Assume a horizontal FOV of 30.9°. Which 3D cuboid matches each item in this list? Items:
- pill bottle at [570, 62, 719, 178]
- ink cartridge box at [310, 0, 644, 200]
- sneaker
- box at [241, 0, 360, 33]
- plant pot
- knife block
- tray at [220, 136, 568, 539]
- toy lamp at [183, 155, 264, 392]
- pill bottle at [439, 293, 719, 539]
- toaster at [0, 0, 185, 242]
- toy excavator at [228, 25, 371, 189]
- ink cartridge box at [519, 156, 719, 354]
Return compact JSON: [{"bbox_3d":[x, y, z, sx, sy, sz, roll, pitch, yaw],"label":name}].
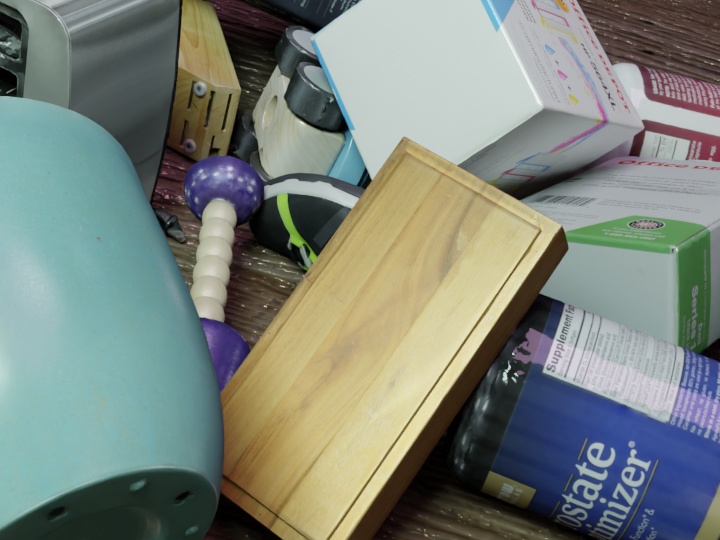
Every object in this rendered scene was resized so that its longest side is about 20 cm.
[{"bbox_3d":[0.237,-0.100,1.037,0.199,0.115,0.114,12,31,-9],"label":"pill bottle"},{"bbox_3d":[0.088,-0.123,0.880,0.200,0.125,0.129,-3,65,-58],"label":"ink cartridge box"},{"bbox_3d":[0.000,0.000,0.802,0.199,0.072,0.083,15,65,30],"label":"sneaker"},{"bbox_3d":[-0.048,-0.259,1.020,0.196,0.124,0.200,15,12,-46],"label":"box"},{"bbox_3d":[-0.149,0.059,0.533,0.200,0.201,0.161,-10,53,-37],"label":"plant pot"},{"bbox_3d":[-0.138,-0.172,1.014,0.199,0.064,0.175,29,34,19],"label":"knife block"},{"bbox_3d":[0.007,0.040,0.649,0.098,0.200,0.037,32,-10,23],"label":"tray"},{"bbox_3d":[-0.085,0.012,0.743,0.058,0.058,0.200,12,39,-8],"label":"toy lamp"},{"bbox_3d":[0.114,0.078,0.697,0.199,0.112,0.112,21,31,7],"label":"pill bottle"},{"bbox_3d":[-0.204,-0.113,0.782,0.199,0.181,0.119,26,35,16],"label":"toaster"},{"bbox_3d":[0.011,-0.099,0.966,0.199,0.100,0.195,21,27,-22],"label":"toy excavator"},{"bbox_3d":[0.185,-0.012,0.857,0.146,0.085,0.200,9,21,38],"label":"ink cartridge box"}]
